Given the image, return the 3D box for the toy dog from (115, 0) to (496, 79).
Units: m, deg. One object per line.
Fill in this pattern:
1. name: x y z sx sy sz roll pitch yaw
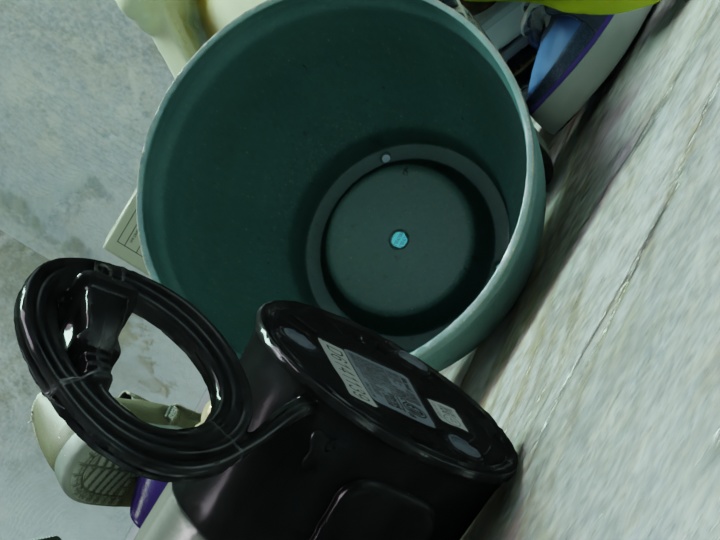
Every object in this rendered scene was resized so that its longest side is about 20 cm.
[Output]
1. toy dog: -0.007 -0.160 1.522 0.200 0.140 0.194 -32 -18 32

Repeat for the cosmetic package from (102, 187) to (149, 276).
1. cosmetic package: -0.054 -0.011 1.688 0.104 0.200 0.073 -57 4 10

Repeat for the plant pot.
1. plant pot: 0.006 -0.028 1.301 0.201 0.200 0.134 -59 -23 -3

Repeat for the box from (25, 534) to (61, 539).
1. box: -0.175 0.253 1.522 0.200 0.047 0.194 152 109 -81

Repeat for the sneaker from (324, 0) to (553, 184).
1. sneaker: 0.031 -0.115 1.395 0.077 0.200 0.086 -25 45 11

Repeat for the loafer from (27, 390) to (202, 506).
1. loafer: -0.123 0.101 1.524 0.075 0.070 0.200 -48 -28 7

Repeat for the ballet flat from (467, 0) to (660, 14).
1. ballet flat: 0.095 -0.166 1.362 0.200 0.067 0.067 3 95 51

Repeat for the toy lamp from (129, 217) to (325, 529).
1. toy lamp: -0.064 0.060 1.429 0.200 0.058 0.058 -58 4 12

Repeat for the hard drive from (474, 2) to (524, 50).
1. hard drive: 0.029 -0.124 1.580 0.200 0.027 0.132 -37 16 11

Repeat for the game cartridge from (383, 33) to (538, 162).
1. game cartridge: 0.068 -0.116 1.583 0.200 0.041 0.133 -40 12 1

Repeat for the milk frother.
1. milk frother: -0.071 0.106 0.986 0.188 0.200 0.181 -58 8 13

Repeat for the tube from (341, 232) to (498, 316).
1. tube: 0.000 0.000 1.470 0.200 0.050 0.078 -15 33 28

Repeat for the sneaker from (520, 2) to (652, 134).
1. sneaker: 0.100 -0.191 1.466 0.200 0.146 0.081 -60 4 -18
